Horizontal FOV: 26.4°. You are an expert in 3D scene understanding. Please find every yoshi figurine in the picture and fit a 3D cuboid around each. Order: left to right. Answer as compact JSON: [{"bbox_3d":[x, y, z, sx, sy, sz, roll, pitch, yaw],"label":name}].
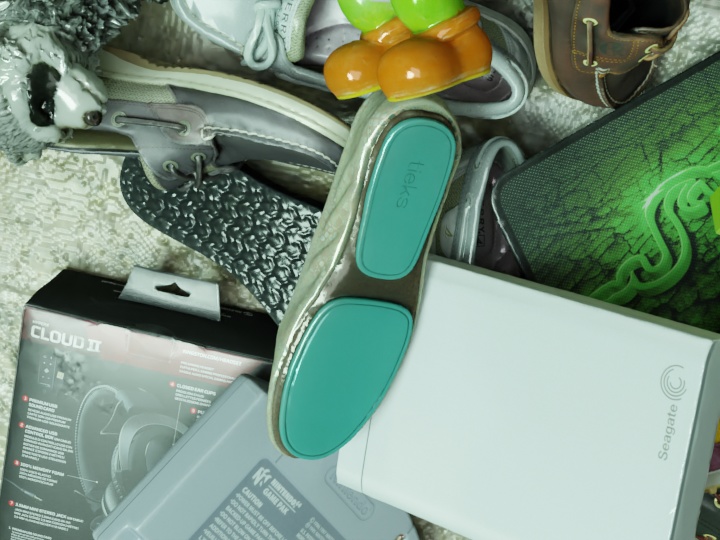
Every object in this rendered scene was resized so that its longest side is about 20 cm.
[{"bbox_3d":[-0.013,-0.170,0.652,0.112,0.112,0.201,-9,104,17],"label":"yoshi figurine"}]

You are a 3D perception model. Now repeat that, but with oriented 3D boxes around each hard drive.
[{"bbox_3d":[0.077,0.072,0.756,0.200,0.027,0.132,17,102,38],"label":"hard drive"}]

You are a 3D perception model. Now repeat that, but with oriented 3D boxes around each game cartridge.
[{"bbox_3d":[-0.044,0.148,0.846,0.133,0.040,0.200,-44,131,-8],"label":"game cartridge"}]

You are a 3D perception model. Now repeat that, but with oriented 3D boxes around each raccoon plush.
[{"bbox_3d":[-0.180,-0.145,0.791,0.134,0.200,0.097,-51,138,9],"label":"raccoon plush"}]

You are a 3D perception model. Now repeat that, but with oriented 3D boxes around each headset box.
[{"bbox_3d":[-0.123,0.097,0.885,0.148,0.077,0.201,12,107,3],"label":"headset box"}]

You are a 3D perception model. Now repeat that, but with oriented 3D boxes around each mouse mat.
[{"bbox_3d":[0.180,-0.020,0.803,0.200,0.008,0.161,-30,101,-12],"label":"mouse mat"}]

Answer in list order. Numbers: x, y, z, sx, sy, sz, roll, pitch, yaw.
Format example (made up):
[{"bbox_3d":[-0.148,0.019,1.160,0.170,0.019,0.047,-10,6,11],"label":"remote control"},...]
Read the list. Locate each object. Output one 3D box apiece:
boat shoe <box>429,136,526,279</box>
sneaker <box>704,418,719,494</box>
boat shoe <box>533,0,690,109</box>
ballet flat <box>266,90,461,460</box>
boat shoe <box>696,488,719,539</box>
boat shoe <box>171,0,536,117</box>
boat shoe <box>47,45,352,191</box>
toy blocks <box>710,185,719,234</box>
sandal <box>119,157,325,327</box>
[{"bbox_3d":[0.076,0.032,0.814,0.074,0.065,0.203,-4,85,-21],"label":"boat shoe"},{"bbox_3d":[0.197,0.052,0.780,0.199,0.075,0.090,-19,90,-17],"label":"sneaker"},{"bbox_3d":[0.120,-0.130,0.728,0.070,0.200,0.071,27,80,26],"label":"boat shoe"},{"bbox_3d":[0.000,0.000,0.774,0.067,0.062,0.200,15,108,-24],"label":"ballet flat"},{"bbox_3d":[0.188,0.115,0.845,0.063,0.074,0.202,-37,92,-4],"label":"boat shoe"},{"bbox_3d":[-0.006,-0.127,0.801,0.201,0.065,0.075,21,107,3],"label":"boat shoe"},{"bbox_3d":[-0.096,-0.073,0.812,0.199,0.072,0.065,15,82,16],"label":"boat shoe"},{"bbox_3d":[0.259,-0.030,0.749,0.136,0.200,0.100,15,138,-16],"label":"toy blocks"},{"bbox_3d":[-0.043,-0.016,0.862,0.200,0.048,0.075,38,106,9],"label":"sandal"}]
